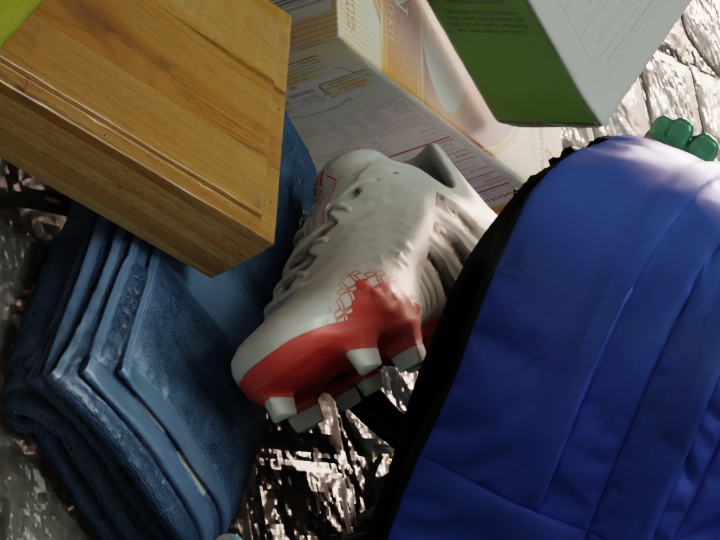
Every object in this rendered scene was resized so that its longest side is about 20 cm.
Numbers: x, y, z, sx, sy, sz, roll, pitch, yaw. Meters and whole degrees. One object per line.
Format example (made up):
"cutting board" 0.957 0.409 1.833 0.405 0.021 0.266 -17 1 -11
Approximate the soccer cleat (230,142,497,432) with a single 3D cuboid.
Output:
"soccer cleat" 0.000 0.000 1.051 0.085 0.069 0.200 62 28 5

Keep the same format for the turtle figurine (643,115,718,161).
"turtle figurine" 0.109 0.019 1.217 0.200 0.100 0.150 -44 115 -51

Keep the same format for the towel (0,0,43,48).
"towel" -0.136 -0.101 0.893 0.086 0.018 0.200 56 37 -18

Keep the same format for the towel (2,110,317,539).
"towel" -0.062 0.008 1.039 0.112 0.048 0.200 57 31 -33

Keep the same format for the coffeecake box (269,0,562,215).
"coffeecake box" 0.006 -0.116 1.212 0.200 0.073 0.154 33 47 -54

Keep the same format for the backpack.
"backpack" 0.105 0.062 1.008 0.162 0.167 0.201 -26 133 -69

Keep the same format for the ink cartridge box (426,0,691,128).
"ink cartridge box" 0.058 -0.163 1.148 0.104 0.059 0.200 -53 128 -28

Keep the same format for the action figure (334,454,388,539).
"action figure" 0.026 0.166 1.113 0.130 0.069 0.201 10 63 -54

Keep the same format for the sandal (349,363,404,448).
"sandal" 0.046 0.068 1.147 0.200 0.045 0.075 41 -1 -18

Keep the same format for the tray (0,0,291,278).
"tray" -0.106 -0.086 0.959 0.200 0.037 0.099 30 48 -35

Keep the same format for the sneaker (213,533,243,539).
"sneaker" -0.070 0.149 0.922 0.080 0.130 0.200 57 -7 2
